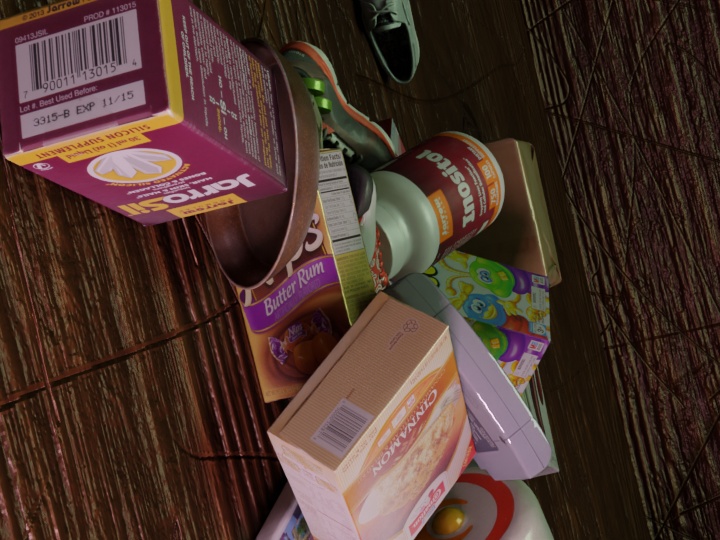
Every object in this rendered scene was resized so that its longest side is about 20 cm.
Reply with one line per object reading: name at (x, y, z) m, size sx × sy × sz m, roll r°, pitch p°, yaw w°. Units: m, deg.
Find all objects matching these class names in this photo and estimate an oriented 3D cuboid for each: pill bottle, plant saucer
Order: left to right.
plant saucer at (-0.079, -0.086, 1.162) m, size 0.034 × 0.200 × 0.203 m, roll 1°, pitch 70°, yaw -27°
pill bottle at (0.053, -0.059, 1.446) m, size 0.199 × 0.112 × 0.114 m, roll -34°, pitch 111°, yaw -47°

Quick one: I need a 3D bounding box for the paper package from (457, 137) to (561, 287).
paper package at (0.127, -0.051, 1.751) m, size 0.103 × 0.198 × 0.193 m, roll -5°, pitch 83°, yaw -72°

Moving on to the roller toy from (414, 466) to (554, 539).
roller toy at (0.104, 0.295, 1.436) m, size 0.183 × 0.198 × 0.141 m, roll -96°, pitch 163°, yaw -61°

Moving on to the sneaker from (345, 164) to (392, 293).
sneaker at (-0.001, 0.000, 1.328) m, size 0.107 × 0.067 × 0.204 m, roll 3°, pitch 112°, yaw -39°

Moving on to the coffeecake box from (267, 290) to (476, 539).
coffeecake box at (0.016, 0.143, 1.184) m, size 0.154 × 0.073 × 0.201 m, roll -50°, pitch 149°, yaw -24°

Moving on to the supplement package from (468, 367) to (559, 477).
supplement package at (0.130, 0.146, 1.691) m, size 0.191 × 0.145 × 0.203 m, roll 31°, pitch 46°, yaw -67°

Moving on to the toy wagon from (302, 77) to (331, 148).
toy wagon at (-0.057, -0.102, 1.365) m, size 0.200 × 0.039 × 0.157 m, roll 62°, pitch 31°, yaw -80°

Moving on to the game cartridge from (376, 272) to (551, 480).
game cartridge at (0.086, 0.093, 1.244) m, size 0.201 × 0.041 × 0.133 m, roll 54°, pitch -20°, yaw -1°

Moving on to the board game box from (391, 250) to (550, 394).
board game box at (0.090, 0.049, 1.516) m, size 0.104 × 0.198 × 0.106 m, roll -83°, pitch -169°, yaw -49°

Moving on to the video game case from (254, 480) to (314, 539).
video game case at (-0.049, 0.297, 1.208) m, size 0.200 × 0.023 × 0.184 m, roll -56°, pitch 130°, yaw -67°

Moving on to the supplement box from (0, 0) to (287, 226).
supplement box at (-0.151, -0.113, 1.016) m, size 0.200 × 0.129 × 0.105 m, roll 29°, pitch 50°, yaw -67°

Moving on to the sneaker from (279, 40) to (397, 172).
sneaker at (-0.035, -0.141, 1.504) m, size 0.201 × 0.077 × 0.082 m, roll 51°, pitch 37°, yaw -13°

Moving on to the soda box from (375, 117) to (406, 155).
soda box at (0.012, -0.084, 1.620) m, size 0.201 × 0.069 × 0.064 m, roll -84°, pitch 156°, yaw -48°

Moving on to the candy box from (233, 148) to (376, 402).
candy box at (-0.052, 0.005, 1.252) m, size 0.056 × 0.116 × 0.203 m, roll -13°, pitch 89°, yaw -55°

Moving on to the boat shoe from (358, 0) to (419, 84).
boat shoe at (0.037, -0.339, 1.902) m, size 0.072 × 0.069 × 0.202 m, roll -91°, pitch 163°, yaw -52°
